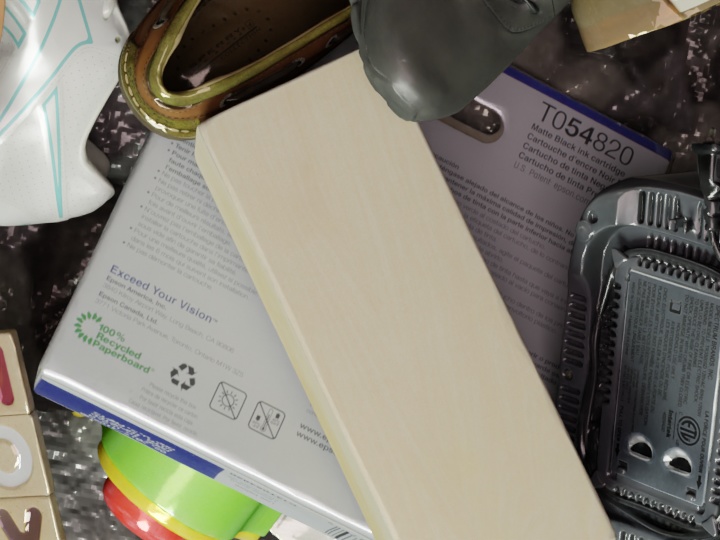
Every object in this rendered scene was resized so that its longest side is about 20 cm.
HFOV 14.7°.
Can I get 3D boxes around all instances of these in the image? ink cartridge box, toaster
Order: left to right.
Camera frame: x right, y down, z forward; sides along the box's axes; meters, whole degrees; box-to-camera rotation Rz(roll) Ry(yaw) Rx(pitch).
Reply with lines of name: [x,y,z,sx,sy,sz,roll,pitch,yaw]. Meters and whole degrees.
ink cartridge box: [0.000,0.000,1.099,0.199,0.041,0.201,27,73,-6]
toaster: [0.152,0.036,1.068,0.113,0.129,0.201,17,110,43]

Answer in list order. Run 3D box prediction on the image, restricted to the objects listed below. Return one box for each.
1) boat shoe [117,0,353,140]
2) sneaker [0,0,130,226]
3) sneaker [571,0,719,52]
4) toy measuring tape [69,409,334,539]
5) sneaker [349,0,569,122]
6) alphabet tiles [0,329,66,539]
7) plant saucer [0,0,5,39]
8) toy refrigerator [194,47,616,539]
boat shoe: [-0.007,-0.123,1.051,0.072,0.068,0.200,43,83,-5]
sneaker: [-0.127,-0.112,1.082,0.080,0.071,0.202,2,111,-6]
sneaker: [0.163,-0.161,1.069,0.199,0.067,0.090,-23,95,5]
toy measuring tape: [-0.040,0.099,1.127,0.200,0.074,0.074,37,101,-8]
sneaker: [0.069,-0.137,1.014,0.076,0.091,0.201,46,66,-28]
alphabet tiles: [-0.210,0.079,1.115,0.199,0.008,0.168,-5,105,26]
plant saucer: [-0.197,-0.142,1.029,0.200,0.032,0.201,25,130,34]
toy refrigerator: [0.014,0.026,1.035,0.076,0.070,0.201,-25,84,-8]
